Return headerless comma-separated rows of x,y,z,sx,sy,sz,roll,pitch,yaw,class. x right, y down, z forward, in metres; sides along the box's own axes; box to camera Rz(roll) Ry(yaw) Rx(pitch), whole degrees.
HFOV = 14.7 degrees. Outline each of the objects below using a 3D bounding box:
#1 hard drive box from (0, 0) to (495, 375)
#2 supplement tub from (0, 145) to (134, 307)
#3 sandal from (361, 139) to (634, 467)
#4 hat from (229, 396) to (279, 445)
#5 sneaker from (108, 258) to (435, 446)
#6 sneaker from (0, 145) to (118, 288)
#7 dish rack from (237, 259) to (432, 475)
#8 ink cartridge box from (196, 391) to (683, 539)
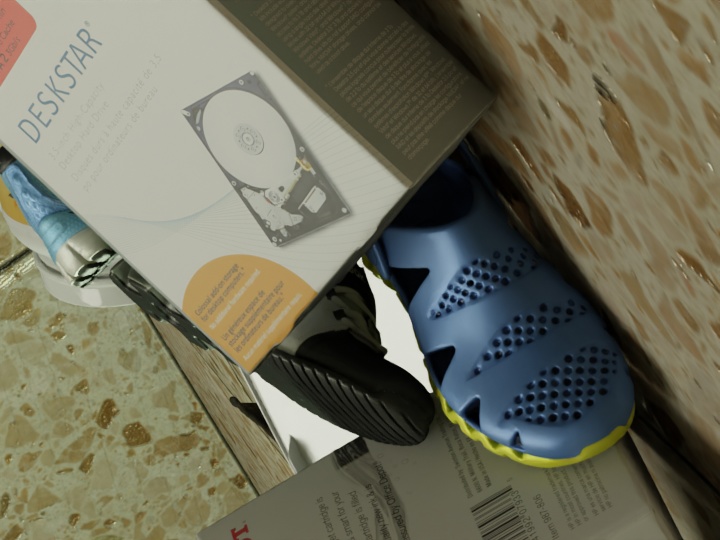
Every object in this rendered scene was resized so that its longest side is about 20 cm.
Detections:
-0.068,-0.079,1.162,0.200,0.077,0.156,43,138,2,hard drive box
-0.149,-0.095,1.608,0.144,0.144,0.201,43,151,58,supplement tub
0.047,0.002,1.218,0.200,0.079,0.087,49,167,31,sandal
0.014,0.097,1.737,0.200,0.081,0.201,29,-175,-3,hat
-0.028,0.009,1.287,0.200,0.089,0.074,30,166,39,sneaker
-0.113,-0.077,1.372,0.090,0.078,0.200,45,-147,-6,sneaker
-0.007,0.031,1.389,0.171,0.044,0.201,-15,107,42,dish rack
0.038,0.136,1.246,0.084,0.199,0.145,55,-173,-36,ink cartridge box
